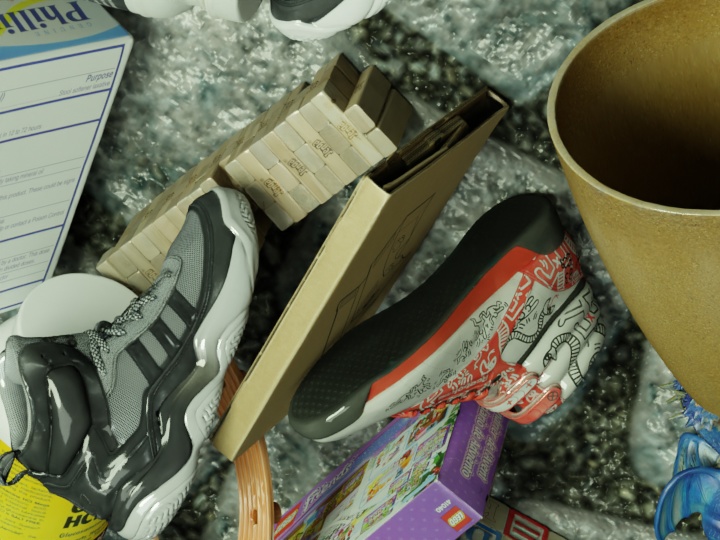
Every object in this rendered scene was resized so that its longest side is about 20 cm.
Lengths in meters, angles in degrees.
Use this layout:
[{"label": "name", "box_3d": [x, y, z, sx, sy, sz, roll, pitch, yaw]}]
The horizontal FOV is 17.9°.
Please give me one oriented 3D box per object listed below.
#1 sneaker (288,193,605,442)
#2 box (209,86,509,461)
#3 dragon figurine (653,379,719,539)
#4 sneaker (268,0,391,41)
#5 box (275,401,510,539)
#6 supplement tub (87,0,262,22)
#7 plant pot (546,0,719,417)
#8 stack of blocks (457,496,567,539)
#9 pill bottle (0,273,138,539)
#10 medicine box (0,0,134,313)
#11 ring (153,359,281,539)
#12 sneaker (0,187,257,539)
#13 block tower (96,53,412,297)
[{"label": "sneaker", "box_3d": [0.057, 0.058, 1.286, 0.067, 0.201, 0.108, 13, 139, 54]}, {"label": "box", "box_3d": [0.000, 0.000, 1.273, 0.021, 0.163, 0.200, 37, 123, 9]}, {"label": "dragon figurine", "box_3d": [0.207, 0.133, 1.354, 0.099, 0.059, 0.200, 18, 129, 5]}, {"label": "sneaker", "box_3d": [-0.003, -0.212, 1.182, 0.114, 0.076, 0.200, 31, 120, -32]}, {"label": "box", "box_3d": [0.007, 0.150, 1.372, 0.039, 0.137, 0.200, 40, 122, -12]}, {"label": "supplement tub", "box_3d": [-0.142, -0.212, 1.196, 0.199, 0.140, 0.141, 15, 122, 6]}, {"label": "plant pot", "box_3d": [0.206, -0.019, 1.212, 0.186, 0.187, 0.200, -2, 133, 16]}, {"label": "stack of blocks", "box_3d": [0.132, 0.231, 1.400, 0.200, 0.115, 0.059, 28, 123, -3]}, {"label": "pill bottle", "box_3d": [-0.185, 0.094, 1.379, 0.112, 0.113, 0.200, 26, 138, -2]}, {"label": "medicine box", "box_3d": [-0.247, -0.065, 1.274, 0.103, 0.182, 0.200, 41, 126, 26]}, {"label": "ring", "box_3d": [-0.096, 0.133, 1.382, 0.019, 0.201, 0.201, -4, 129, -31]}, {"label": "sneaker", "box_3d": [-0.131, 0.037, 1.243, 0.113, 0.201, 0.075, 20, 168, -18]}, {"label": "block tower", "box_3d": [-0.063, -0.047, 1.324, 0.200, 0.058, 0.054, -36, 106, 27]}]
